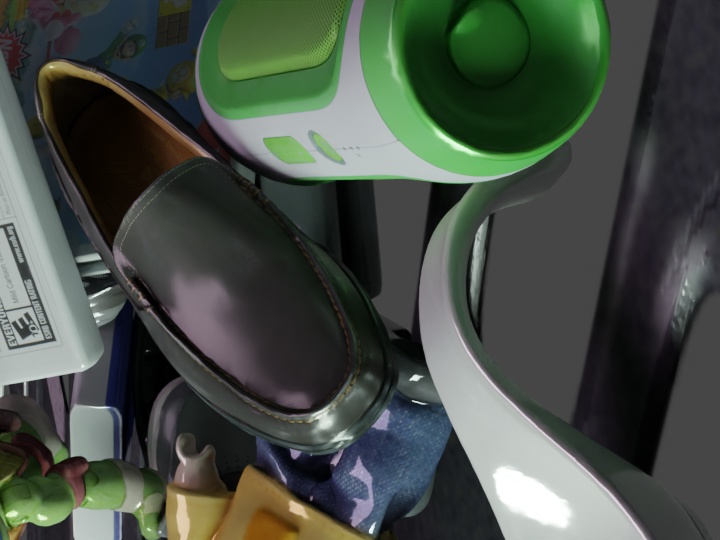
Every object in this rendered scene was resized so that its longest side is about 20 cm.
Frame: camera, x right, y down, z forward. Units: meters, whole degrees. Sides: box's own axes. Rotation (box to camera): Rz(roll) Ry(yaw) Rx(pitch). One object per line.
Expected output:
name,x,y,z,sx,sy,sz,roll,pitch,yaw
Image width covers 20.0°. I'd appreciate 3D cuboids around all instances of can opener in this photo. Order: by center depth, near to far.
can opener,0.000,0.000,0.822,0.067,0.053,0.201,3,104,33

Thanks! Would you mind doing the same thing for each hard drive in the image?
hard drive,-0.128,0.025,1.067,0.132,0.025,0.201,99,174,-52

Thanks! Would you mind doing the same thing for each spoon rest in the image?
spoon rest,0.063,0.059,0.646,0.099,0.060,0.201,127,130,-63

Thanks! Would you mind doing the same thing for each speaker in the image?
speaker,0.007,-0.071,0.689,0.200,0.088,0.089,-175,76,-69

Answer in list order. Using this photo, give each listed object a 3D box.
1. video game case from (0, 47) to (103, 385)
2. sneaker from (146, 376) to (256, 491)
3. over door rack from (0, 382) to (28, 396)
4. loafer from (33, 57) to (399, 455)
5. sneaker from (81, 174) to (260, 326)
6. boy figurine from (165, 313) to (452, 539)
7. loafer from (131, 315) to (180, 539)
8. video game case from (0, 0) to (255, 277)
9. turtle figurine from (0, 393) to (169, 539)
video game case,-0.214,-0.040,0.825,0.024,0.181,0.201,-47,-57,-61
sneaker,-0.041,0.138,0.920,0.121,0.083,0.201,148,102,-73
over door rack,-0.185,0.014,1.185,0.148,0.066,0.201,-98,23,-75
loafer,-0.062,-0.008,0.737,0.200,0.073,0.072,41,176,40
sneaker,-0.127,-0.030,0.931,0.200,0.114,0.076,-4,62,38
boy figurine,-0.033,0.109,0.774,0.124,0.064,0.200,34,98,30
loafer,-0.081,0.091,1.026,0.070,0.068,0.201,172,90,-75
video game case,-0.133,-0.060,0.864,0.017,0.199,0.143,47,-140,-53
turtle figurine,-0.151,0.137,0.890,0.144,0.200,0.194,-62,18,2
